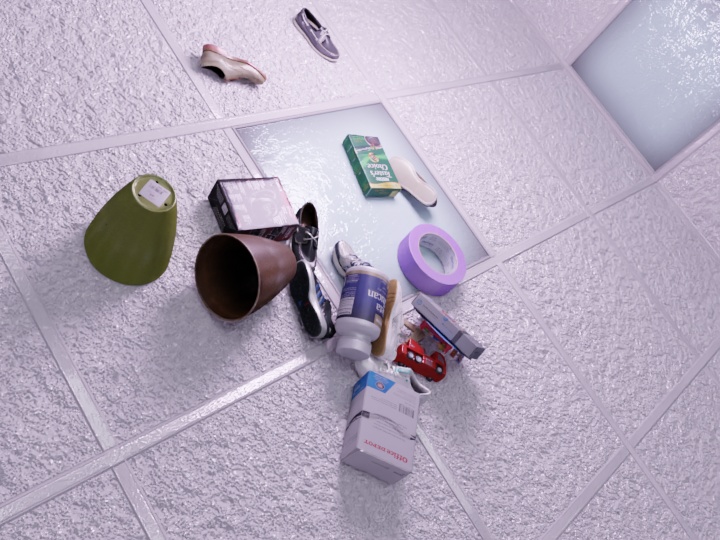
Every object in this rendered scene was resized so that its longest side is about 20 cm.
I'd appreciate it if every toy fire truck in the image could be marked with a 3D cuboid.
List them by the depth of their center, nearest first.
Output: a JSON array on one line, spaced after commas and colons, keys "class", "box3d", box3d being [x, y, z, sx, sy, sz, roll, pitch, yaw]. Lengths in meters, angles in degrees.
[{"class": "toy fire truck", "box3d": [0.133, 0.185, 1.775, 0.198, 0.049, 0.142, 28, 43, -20]}]

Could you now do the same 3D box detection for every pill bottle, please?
[{"class": "pill bottle", "box3d": [0.000, 0.102, 1.649, 0.110, 0.111, 0.203, 21, 66, -22]}]

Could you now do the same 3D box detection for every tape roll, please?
[{"class": "tape roll", "box3d": [0.203, -0.031, 1.975, 0.198, 0.066, 0.203, 20, 49, -24]}]

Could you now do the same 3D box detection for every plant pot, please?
[{"class": "plant pot", "box3d": [-0.457, -0.102, 1.447, 0.185, 0.200, 0.190, 19, 49, -23]}, {"class": "plant pot", "box3d": [-0.237, 0.000, 1.569, 0.188, 0.187, 0.199, 54, 30, 11]}]

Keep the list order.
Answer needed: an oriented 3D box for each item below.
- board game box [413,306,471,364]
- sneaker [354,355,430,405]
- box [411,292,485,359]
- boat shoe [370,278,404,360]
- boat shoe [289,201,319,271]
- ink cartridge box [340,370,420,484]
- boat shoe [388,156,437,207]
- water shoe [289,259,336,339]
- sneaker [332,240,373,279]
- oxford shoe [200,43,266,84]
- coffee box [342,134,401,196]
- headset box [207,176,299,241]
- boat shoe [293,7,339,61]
[{"class": "board game box", "box3d": [0.198, 0.173, 1.794, 0.157, 0.039, 0.200, 36, 8, -45]}, {"class": "sneaker", "box3d": [0.080, 0.249, 1.661, 0.199, 0.089, 0.076, 35, 46, -9]}, {"class": "box", "box3d": [0.228, 0.145, 1.793, 0.200, 0.041, 0.156, 42, 5, 19]}, {"class": "boat shoe", "box3d": [0.074, 0.122, 1.707, 0.069, 0.070, 0.203, 29, 62, -36]}, {"class": "boat shoe", "box3d": [-0.137, -0.082, 1.764, 0.071, 0.068, 0.203, 16, 52, -28]}, {"class": "ink cartridge box", "box3d": [0.047, 0.351, 1.564, 0.143, 0.084, 0.202, 27, 46, -16]}, {"class": "boat shoe", "box3d": [0.159, -0.267, 2.120, 0.200, 0.072, 0.060, 45, 2, 18]}, {"class": "water shoe", "box3d": [-0.115, 0.073, 1.677, 0.078, 0.071, 0.203, 17, 52, -53]}, {"class": "sneaker", "box3d": [0.000, 0.000, 1.788, 0.076, 0.085, 0.202, -14, 67, -41]}, {"class": "oxford shoe", "box3d": [-0.360, -0.560, 1.968, 0.197, 0.070, 0.076, 19, 76, -26]}, {"class": "coffee box", "box3d": [0.034, -0.311, 2.072, 0.121, 0.044, 0.203, -2, 60, -37]}, {"class": "headset box", "box3d": [-0.254, -0.148, 1.718, 0.198, 0.077, 0.151, -9, 65, -41]}, {"class": "boat shoe", "box3d": [-0.136, -0.769, 2.272, 0.200, 0.063, 0.073, 47, 44, 3]}]
